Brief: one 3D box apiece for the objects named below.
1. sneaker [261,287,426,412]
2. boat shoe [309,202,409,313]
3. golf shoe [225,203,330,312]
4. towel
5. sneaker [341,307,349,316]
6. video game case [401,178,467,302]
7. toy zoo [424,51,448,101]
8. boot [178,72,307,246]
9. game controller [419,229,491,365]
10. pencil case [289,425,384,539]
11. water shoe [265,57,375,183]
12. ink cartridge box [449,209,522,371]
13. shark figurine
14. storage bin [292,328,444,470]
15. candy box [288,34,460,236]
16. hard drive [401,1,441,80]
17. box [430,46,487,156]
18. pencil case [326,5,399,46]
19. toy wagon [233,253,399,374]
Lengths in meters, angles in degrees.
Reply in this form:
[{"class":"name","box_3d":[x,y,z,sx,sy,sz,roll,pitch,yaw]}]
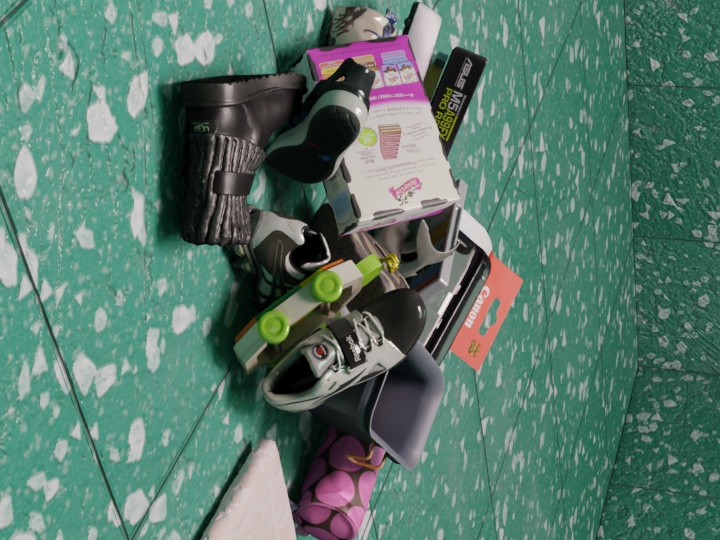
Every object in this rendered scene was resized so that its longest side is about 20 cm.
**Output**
[{"class":"sneaker","box_3d":[-0.018,0.088,1.447,0.074,0.199,0.088,56,10,14]},{"class":"boat shoe","box_3d":[0.000,0.000,1.584,0.073,0.201,0.075,21,117,-42]},{"class":"golf shoe","box_3d":[-0.072,0.002,1.483,0.200,0.094,0.078,59,39,-61]},{"class":"towel","box_3d":[-0.126,0.317,1.494,0.201,0.032,0.192,-61,150,-48]},{"class":"sneaker","box_3d":[0.024,0.091,1.727,0.201,0.070,0.081,54,12,-36]},{"class":"video game case","box_3d":[0.076,-0.019,1.816,0.017,0.143,0.201,37,40,-20]},{"class":"toy zoo","box_3d":[0.070,-0.196,1.789,0.132,0.020,0.201,-69,-178,-57]},{"class":"boot","box_3d":[-0.116,-0.112,1.355,0.211,0.079,0.160,-24,114,-62]},{"class":"game controller","box_3d":[0.101,0.039,1.845,0.104,0.042,0.201,36,72,-18]},{"class":"pencil case","box_3d":[-0.023,0.234,1.688,0.090,0.094,0.201,36,48,-14]},{"class":"water shoe","box_3d":[-0.035,-0.153,1.443,0.200,0.071,0.079,-30,-146,60]},{"class":"ink cartridge box","box_3d":[0.144,0.023,1.917,0.200,0.047,0.161,39,69,-27]},{"class":"shark figurine","box_3d":[0.034,-0.028,1.767,0.128,0.089,0.214,-49,-162,0]},{"class":"storage bin","box_3d":[-0.004,0.144,1.586,0.147,0.133,0.200,-69,155,-15]},{"class":"candy box","box_3d":[0.015,-0.152,1.533,0.135,0.061,0.202,-13,80,-27]},{"class":"hard drive","box_3d":[0.051,-0.232,1.711,0.135,0.042,0.202,-96,-154,-80]},{"class":"box","box_3d":[0.099,-0.179,1.726,0.160,0.044,0.202,-70,-178,-83]},{"class":"pencil case","box_3d":[-0.007,-0.212,1.619,0.078,0.089,0.202,141,-37,-64]},{"class":"toy wagon","box_3d":[-0.046,0.038,1.458,0.199,0.040,0.155,-37,170,-10]}]
